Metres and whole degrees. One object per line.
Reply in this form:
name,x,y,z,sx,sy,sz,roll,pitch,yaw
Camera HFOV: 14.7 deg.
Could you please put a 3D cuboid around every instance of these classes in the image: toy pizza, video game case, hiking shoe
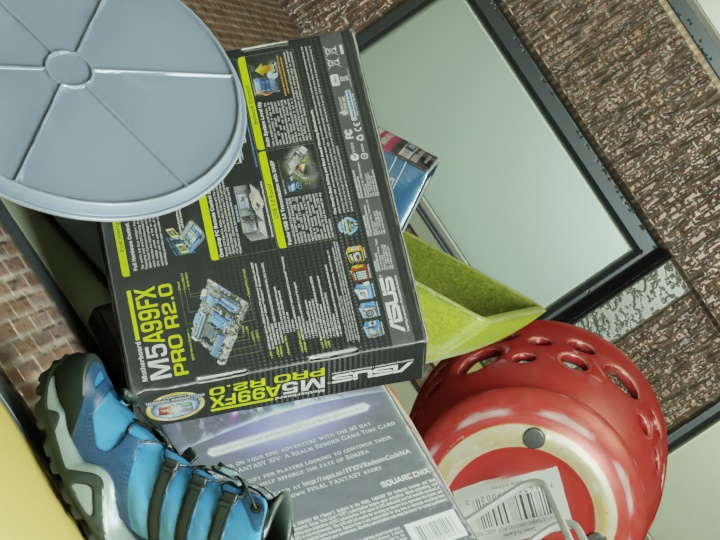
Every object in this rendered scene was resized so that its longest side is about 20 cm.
toy pizza,-0.157,-0.096,1.470,0.199,0.032,0.201,14,45,-14
video game case,-0.042,0.087,1.501,0.200,0.142,0.019,58,-37,24
hiking shoe,-0.072,0.114,1.260,0.201,0.087,0.074,58,7,16

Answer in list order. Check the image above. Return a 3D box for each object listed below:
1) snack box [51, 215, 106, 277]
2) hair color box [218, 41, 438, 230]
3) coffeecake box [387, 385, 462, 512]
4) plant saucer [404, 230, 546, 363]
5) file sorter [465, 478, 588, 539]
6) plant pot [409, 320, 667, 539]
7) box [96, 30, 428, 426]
snack box,-0.156,-0.060,1.649,0.200,0.053,0.142,51,8,-35
hair color box,-0.057,-0.082,1.616,0.199,0.061,0.100,27,8,1
coffeecake box,-0.022,0.097,1.773,0.200,0.073,0.154,50,7,-46
plant saucer,0.000,0.000,1.678,0.199,0.048,0.200,29,8,11
file sorter,0.134,0.262,1.897,0.200,0.124,0.139,52,7,-26
plant pot,0.124,0.156,2.043,0.201,0.200,0.183,55,16,-9
box,-0.061,-0.025,1.498,0.044,0.159,0.201,91,-13,-62
